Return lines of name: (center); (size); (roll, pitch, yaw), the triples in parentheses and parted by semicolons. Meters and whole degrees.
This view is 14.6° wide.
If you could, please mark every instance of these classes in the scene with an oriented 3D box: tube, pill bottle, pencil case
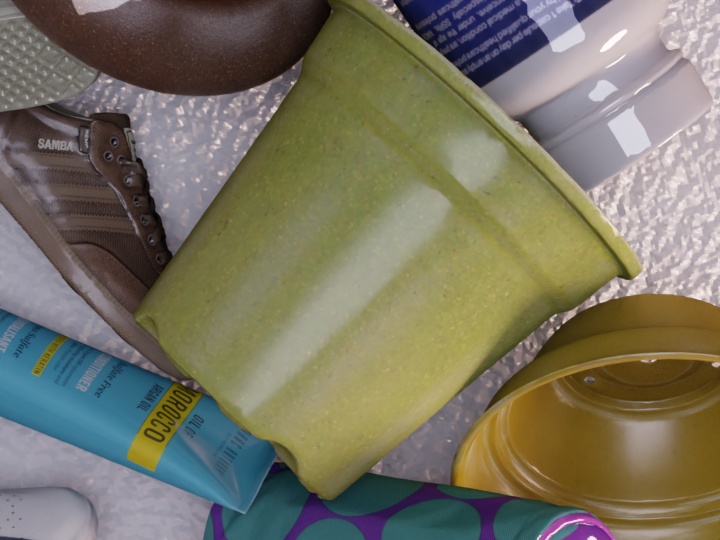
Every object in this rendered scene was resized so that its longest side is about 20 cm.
tube: (-0.135, 0.063, 1.387); (0.199, 0.078, 0.051); (22, 128, 8)
pill bottle: (0.081, -0.140, 1.369); (0.119, 0.120, 0.200); (-34, 93, 0)
pencil case: (0.023, 0.145, 1.353); (0.199, 0.085, 0.093); (8, 127, 36)

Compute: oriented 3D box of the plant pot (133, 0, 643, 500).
plant pot: (0.000, 0.000, 1.328); (0.200, 0.200, 0.184); (42, 88, -4)

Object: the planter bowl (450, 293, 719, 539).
planter bowl: (0.144, 0.070, 1.380); (0.199, 0.201, 0.084); (3, 51, -2)

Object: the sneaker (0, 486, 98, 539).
sneaker: (-0.236, 0.113, 1.368); (0.198, 0.080, 0.130); (-9, 129, 7)

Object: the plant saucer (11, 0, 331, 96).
plant saucer: (-0.092, -0.180, 1.344); (0.200, 0.037, 0.201); (13, 60, -24)

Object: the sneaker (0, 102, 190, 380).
sneaker: (-0.131, -0.037, 1.391); (0.075, 0.070, 0.200); (-41, 94, 0)

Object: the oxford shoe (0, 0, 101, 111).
oxford shoe: (-0.219, -0.105, 1.342); (0.199, 0.058, 0.076); (-6, 123, 0)
